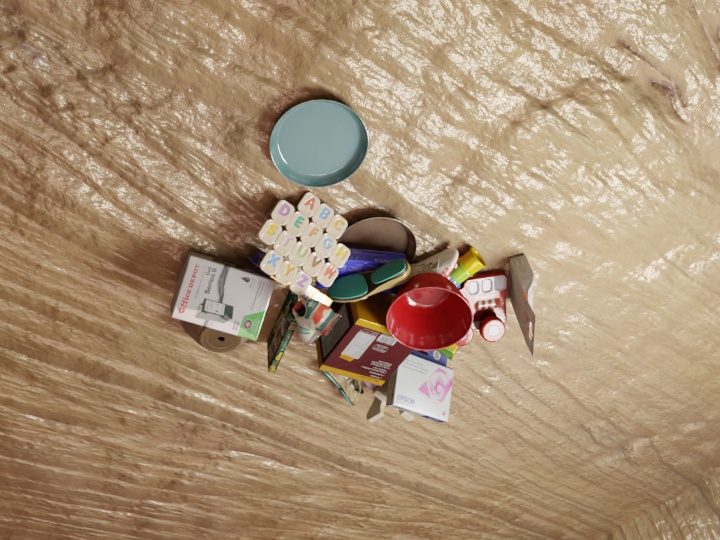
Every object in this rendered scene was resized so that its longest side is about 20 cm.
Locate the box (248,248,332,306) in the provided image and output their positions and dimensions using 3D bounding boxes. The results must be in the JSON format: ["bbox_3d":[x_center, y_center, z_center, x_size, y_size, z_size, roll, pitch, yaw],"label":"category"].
[{"bbox_3d":[-0.164,0.018,1.457,0.200,0.119,0.042,40,85,-37],"label":"box"}]

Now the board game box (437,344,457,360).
[{"bbox_3d":[0.206,0.193,1.671,0.030,0.095,0.200,-54,166,-10],"label":"board game box"}]

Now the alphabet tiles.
[{"bbox_3d":[-0.119,-0.056,1.377,0.199,0.015,0.197,37,81,-21],"label":"alphabet tiles"}]

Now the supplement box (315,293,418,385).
[{"bbox_3d":[0.016,0.162,1.619,0.196,0.134,0.201,19,127,-27],"label":"supplement box"}]

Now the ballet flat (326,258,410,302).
[{"bbox_3d":[0.023,0.035,1.446,0.198,0.069,0.063,-19,147,8],"label":"ballet flat"}]

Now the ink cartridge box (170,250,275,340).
[{"bbox_3d":[-0.310,0.057,1.434,0.198,0.084,0.148,17,93,-19],"label":"ink cartridge box"}]

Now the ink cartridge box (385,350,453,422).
[{"bbox_3d":[0.166,0.288,1.728,0.195,0.202,0.043,22,157,-29],"label":"ink cartridge box"}]

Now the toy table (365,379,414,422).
[{"bbox_3d":[0.090,0.341,1.815,0.199,0.118,0.184,29,121,-32],"label":"toy table"}]

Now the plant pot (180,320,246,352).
[{"bbox_3d":[-0.336,0.131,1.548,0.198,0.093,0.202,-6,133,-7],"label":"plant pot"}]

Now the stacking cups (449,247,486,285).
[{"bbox_3d":[0.213,0.023,1.580,0.199,0.061,0.060,-38,129,23],"label":"stacking cups"}]

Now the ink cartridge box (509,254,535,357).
[{"bbox_3d":[0.417,0.087,1.584,0.047,0.201,0.161,-12,135,1],"label":"ink cartridge box"}]

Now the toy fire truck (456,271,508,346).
[{"bbox_3d":[0.281,0.092,1.643,0.197,0.112,0.170,-7,108,-3],"label":"toy fire truck"}]

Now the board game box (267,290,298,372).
[{"bbox_3d":[-0.193,0.150,1.586,0.023,0.105,0.201,13,128,-18],"label":"board game box"}]

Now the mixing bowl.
[{"bbox_3d":[0.160,0.079,1.500,0.197,0.109,0.202,2,131,2],"label":"mixing bowl"}]

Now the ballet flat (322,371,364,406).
[{"bbox_3d":[-0.046,0.308,1.804,0.065,0.070,0.201,-42,136,-9],"label":"ballet flat"}]

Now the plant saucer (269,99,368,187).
[{"bbox_3d":[-0.083,-0.256,1.281,0.197,0.028,0.202,-6,134,-7],"label":"plant saucer"}]

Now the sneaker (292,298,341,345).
[{"bbox_3d":[-0.115,0.107,1.449,0.093,0.071,0.200,41,156,-7],"label":"sneaker"}]

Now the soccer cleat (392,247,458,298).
[{"bbox_3d":[0.150,0.006,1.549,0.085,0.069,0.199,31,124,-35],"label":"soccer cleat"}]

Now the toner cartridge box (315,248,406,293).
[{"bbox_3d":[0.000,0.000,1.481,0.197,0.043,0.096,6,133,-16],"label":"toner cartridge box"}]

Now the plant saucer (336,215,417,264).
[{"bbox_3d":[0.032,-0.054,1.489,0.198,0.035,0.202,-5,134,-5],"label":"plant saucer"}]
